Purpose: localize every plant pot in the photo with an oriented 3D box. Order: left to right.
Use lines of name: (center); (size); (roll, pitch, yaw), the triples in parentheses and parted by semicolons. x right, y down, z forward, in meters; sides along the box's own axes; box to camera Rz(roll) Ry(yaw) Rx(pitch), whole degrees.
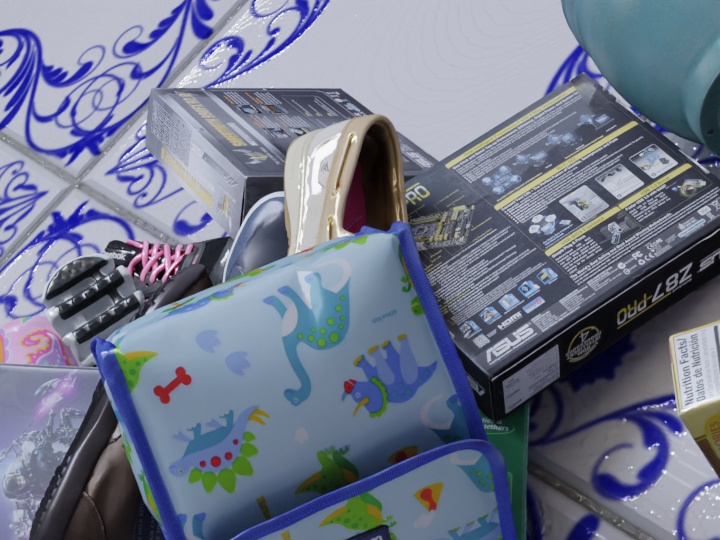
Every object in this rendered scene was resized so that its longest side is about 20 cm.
plant pot: (0.233, -0.149, 0.997); (0.199, 0.200, 0.135); (-28, 50, 13)

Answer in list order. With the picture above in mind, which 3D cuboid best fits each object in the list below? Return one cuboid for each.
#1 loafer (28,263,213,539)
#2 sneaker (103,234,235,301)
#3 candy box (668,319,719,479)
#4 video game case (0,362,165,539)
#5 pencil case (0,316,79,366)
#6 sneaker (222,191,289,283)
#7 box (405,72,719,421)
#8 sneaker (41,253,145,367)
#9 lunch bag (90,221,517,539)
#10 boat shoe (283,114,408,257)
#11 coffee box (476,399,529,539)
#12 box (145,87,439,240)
loafer: (-0.132, 0.092, 1.029); (0.202, 0.071, 0.073); (-64, 12, -11)
sneaker: (-0.133, 0.010, 1.152); (0.200, 0.095, 0.079); (-29, 29, 59)
candy box: (0.266, 0.055, 0.824); (0.198, 0.116, 0.056); (-21, 41, 22)
video game case: (-0.165, 0.132, 1.052); (0.197, 0.019, 0.145); (3, 71, -2)
pencil case: (-0.232, 0.127, 1.185); (0.087, 0.088, 0.201); (-27, 41, 14)
sneaker: (-0.054, 0.059, 0.962); (0.146, 0.076, 0.205); (-106, 25, -85)
box: (0.110, -0.020, 1.009); (0.199, 0.049, 0.161); (-32, 52, -17)
sneaker: (-0.145, 0.086, 1.120); (0.075, 0.081, 0.201); (-25, 78, -14)
lunch bag: (-0.024, 0.098, 0.839); (0.168, 0.202, 0.127); (-21, 6, -10)
boat shoe: (0.000, 0.000, 0.945); (0.069, 0.073, 0.202); (-26, 60, 36)
coffee box: (0.038, 0.101, 0.967); (0.121, 0.044, 0.201); (3, 42, 3)
box: (-0.046, -0.077, 1.170); (0.157, 0.049, 0.200); (-3, 24, -26)
